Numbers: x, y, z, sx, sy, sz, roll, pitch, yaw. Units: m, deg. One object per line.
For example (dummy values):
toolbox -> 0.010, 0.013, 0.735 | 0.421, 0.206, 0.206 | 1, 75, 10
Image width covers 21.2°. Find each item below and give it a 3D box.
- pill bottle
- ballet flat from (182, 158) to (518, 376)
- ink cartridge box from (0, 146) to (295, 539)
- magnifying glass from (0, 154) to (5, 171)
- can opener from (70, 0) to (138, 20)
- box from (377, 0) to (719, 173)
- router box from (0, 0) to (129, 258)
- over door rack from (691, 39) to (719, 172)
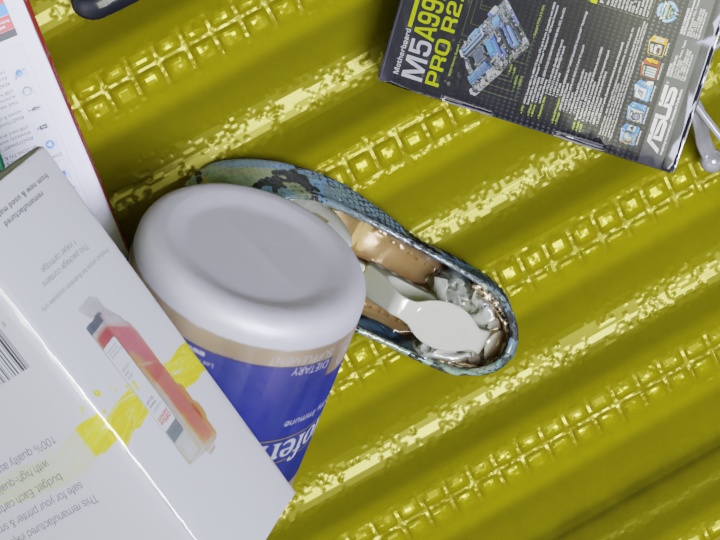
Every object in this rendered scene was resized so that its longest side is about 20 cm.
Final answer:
pill bottle -> -0.079, 0.067, 0.955 | 0.115, 0.116, 0.201 | 12, 125, -16
ballet flat -> 0.000, 0.000, 1.002 | 0.199, 0.074, 0.075 | 22, 100, -17
ink cartridge box -> -0.148, 0.070, 0.866 | 0.145, 0.083, 0.201 | -29, 102, 33
magnifying glass -> -0.191, 0.009, 0.935 | 0.079, 0.022, 0.201 | -22, 108, -5
can opener -> -0.062, -0.188, 0.945 | 0.200, 0.079, 0.063 | -38, 149, 4
box -> 0.112, -0.168, 0.962 | 0.159, 0.044, 0.202 | 17, 102, 6
router box -> -0.232, -0.037, 0.948 | 0.199, 0.049, 0.181 | -22, 110, -6
over door rack -> 0.257, -0.083, 1.013 | 0.147, 0.067, 0.200 | -38, 81, 1
